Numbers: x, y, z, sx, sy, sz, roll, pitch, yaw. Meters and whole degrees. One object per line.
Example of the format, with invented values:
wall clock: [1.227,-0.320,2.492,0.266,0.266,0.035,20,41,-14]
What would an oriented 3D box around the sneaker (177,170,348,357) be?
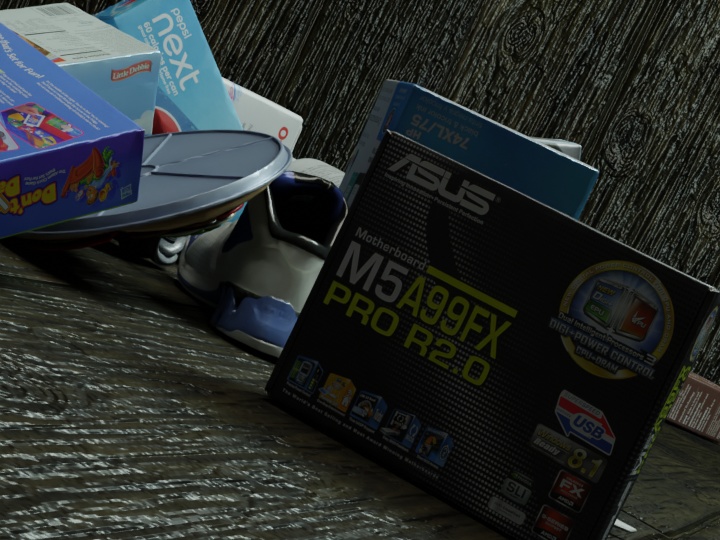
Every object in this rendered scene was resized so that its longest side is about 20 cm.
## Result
sneaker: [-0.057,-0.015,1.098,0.080,0.116,0.199,25,4,-19]

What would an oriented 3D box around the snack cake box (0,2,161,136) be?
snack cake box: [-0.250,-0.127,1.111,0.115,0.068,0.199,31,32,35]

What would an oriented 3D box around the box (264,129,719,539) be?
box: [0.068,0.040,0.855,0.199,0.161,0.044,28,5,19]

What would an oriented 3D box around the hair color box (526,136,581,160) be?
hair color box: [0.108,-0.006,1.269,0.098,0.202,0.061,4,7,-10]

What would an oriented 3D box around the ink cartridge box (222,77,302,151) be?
ink cartridge box: [-0.174,-0.129,1.609,0.199,0.146,0.084,22,3,-43]

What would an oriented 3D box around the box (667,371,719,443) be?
box: [0.405,0.158,2.160,0.199,0.075,0.100,26,4,-35]

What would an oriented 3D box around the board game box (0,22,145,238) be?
board game box: [-0.228,-0.087,0.863,0.134,0.045,0.200,-18,42,-39]

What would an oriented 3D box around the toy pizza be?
toy pizza: [-0.139,-0.049,1.023,0.198,0.032,0.200,-8,18,3]

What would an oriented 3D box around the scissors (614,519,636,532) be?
scissors: [0.082,0.119,0.975,0.199,0.014,0.073,22,4,-34]

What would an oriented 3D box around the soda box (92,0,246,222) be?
soda box: [-0.141,-0.119,1.275,0.064,0.068,0.201,8,-55,57]

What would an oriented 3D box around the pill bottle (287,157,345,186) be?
pill bottle: [-0.045,-0.053,1.682,0.199,0.115,0.114,30,5,42]

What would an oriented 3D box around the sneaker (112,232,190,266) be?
sneaker: [-0.177,-0.057,1.214,0.113,0.076,0.200,26,10,-11]

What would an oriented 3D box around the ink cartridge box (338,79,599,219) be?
ink cartridge box: [0.050,-0.014,1.151,0.145,0.202,0.147,23,4,-10]
